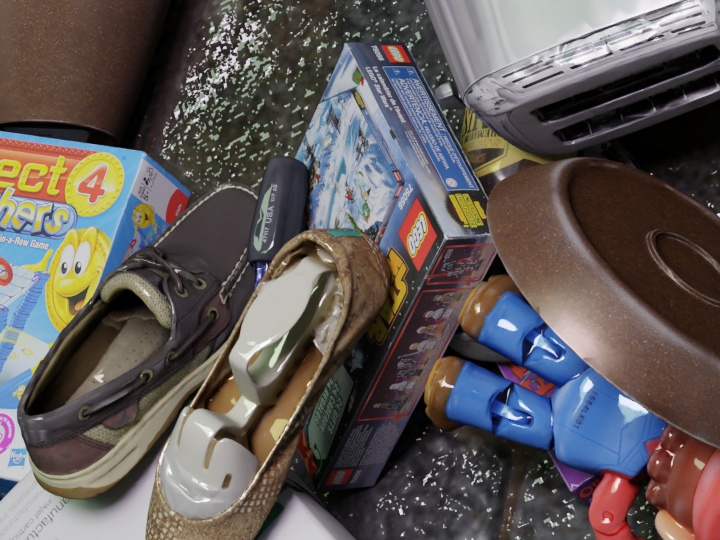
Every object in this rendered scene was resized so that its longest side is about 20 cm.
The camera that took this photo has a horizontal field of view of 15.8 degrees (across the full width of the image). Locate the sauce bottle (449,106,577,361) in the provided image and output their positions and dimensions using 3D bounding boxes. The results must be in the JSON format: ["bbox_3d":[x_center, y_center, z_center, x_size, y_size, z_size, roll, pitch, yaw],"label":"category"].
[{"bbox_3d":[0.081,-0.053,1.363,0.066,0.066,0.201,-2,64,27],"label":"sauce bottle"}]

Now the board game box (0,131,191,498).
[{"bbox_3d":[-0.218,0.021,1.469,0.199,0.056,0.197,8,72,30],"label":"board game box"}]

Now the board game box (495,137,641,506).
[{"bbox_3d":[0.119,0.012,1.368,0.120,0.032,0.201,-38,54,11],"label":"board game box"}]

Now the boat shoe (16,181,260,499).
[{"bbox_3d":[-0.104,0.025,1.330,0.073,0.065,0.201,17,58,26],"label":"boat shoe"}]

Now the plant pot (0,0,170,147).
[{"bbox_3d":[-0.186,-0.173,1.546,0.186,0.187,0.202,-5,77,25],"label":"plant pot"}]

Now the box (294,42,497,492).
[{"bbox_3d":[0.000,0.000,1.355,0.137,0.040,0.201,65,144,34],"label":"box"}]

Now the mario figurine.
[{"bbox_3d":[0.134,0.084,1.280,0.199,0.124,0.106,29,39,15],"label":"mario figurine"}]

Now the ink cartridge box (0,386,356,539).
[{"bbox_3d":[-0.083,0.160,1.337,0.146,0.084,0.200,-46,54,-1],"label":"ink cartridge box"}]

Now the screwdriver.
[{"bbox_3d":[-0.050,0.037,1.324,0.029,0.028,0.201,8,72,-8],"label":"screwdriver"}]

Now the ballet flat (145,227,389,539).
[{"bbox_3d":[-0.057,0.063,1.267,0.070,0.065,0.201,26,86,27],"label":"ballet flat"}]

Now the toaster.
[{"bbox_3d":[0.123,-0.144,1.289,0.199,0.114,0.130,-19,70,16],"label":"toaster"}]

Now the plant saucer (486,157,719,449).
[{"bbox_3d":[0.151,0.010,1.243,0.035,0.199,0.201,-53,51,25],"label":"plant saucer"}]
